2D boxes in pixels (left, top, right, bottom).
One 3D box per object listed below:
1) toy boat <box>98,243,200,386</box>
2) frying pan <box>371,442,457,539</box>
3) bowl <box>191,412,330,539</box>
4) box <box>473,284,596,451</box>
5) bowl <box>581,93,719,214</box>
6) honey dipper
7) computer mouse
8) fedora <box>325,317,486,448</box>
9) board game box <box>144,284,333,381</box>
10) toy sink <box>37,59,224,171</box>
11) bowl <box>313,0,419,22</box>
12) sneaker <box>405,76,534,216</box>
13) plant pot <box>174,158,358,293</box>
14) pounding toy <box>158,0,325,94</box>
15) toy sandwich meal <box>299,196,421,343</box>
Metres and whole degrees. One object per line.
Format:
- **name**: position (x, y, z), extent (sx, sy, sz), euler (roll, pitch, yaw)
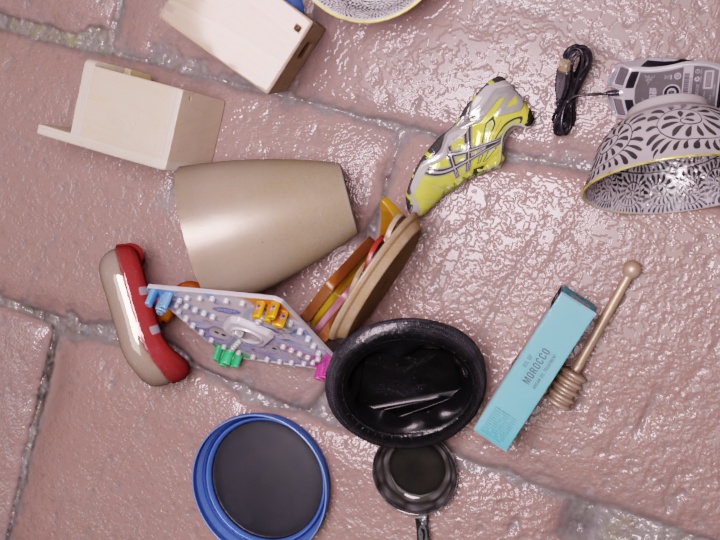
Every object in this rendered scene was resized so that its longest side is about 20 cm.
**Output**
- **toy boat**: position (-0.271, 0.054, 1.165), extent (0.130, 0.130, 0.202), euler (-17, 90, -13)
- **frying pan**: position (0.090, 0.297, 1.117), extent (0.114, 0.031, 0.191), euler (-29, 90, 16)
- **bowl**: position (-0.134, 0.293, 1.174), extent (0.199, 0.039, 0.202), euler (1, 95, 16)
- **box**: position (0.214, 0.118, 1.042), extent (0.049, 0.082, 0.201), euler (32, 102, 9)
- **bowl**: position (0.345, -0.135, 0.942), extent (0.199, 0.201, 0.095), euler (-4, 77, 15)
- **honey dipper**: position (0.290, 0.079, 1.043), extent (0.038, 0.038, 0.201), euler (30, 99, 11)
- **computer mouse**: position (0.328, -0.212, 1.000), extent (0.198, 0.044, 0.110), euler (2, 119, 11)
- **fedora**: position (0.055, 0.127, 1.069), extent (0.199, 0.092, 0.202), euler (0, 111, -1)
- **board game box**: position (-0.143, 0.083, 1.068), extent (0.199, 0.200, 0.026), euler (4, 61, 28)
- **toy sink**: position (-0.304, -0.210, 1.134), extent (0.199, 0.130, 0.113), euler (17, 98, 14)
- **bowl**: position (0.021, -0.398, 1.040), extent (0.199, 0.094, 0.203), euler (1, 95, 15)
- **sneaker**: position (0.132, -0.140, 1.048), extent (0.076, 0.075, 0.200), euler (41, 105, 9)
- **plant pot**: position (-0.110, -0.067, 1.081), extent (0.198, 0.187, 0.189), euler (-15, 90, 2)
- **pounding toy**: position (-0.138, -0.335, 1.066), extent (0.184, 0.200, 0.143), euler (35, 103, -5)
- **toy sandwich meal**: position (0.000, 0.000, 1.042), extent (0.070, 0.205, 0.206), euler (34, 102, 7)
